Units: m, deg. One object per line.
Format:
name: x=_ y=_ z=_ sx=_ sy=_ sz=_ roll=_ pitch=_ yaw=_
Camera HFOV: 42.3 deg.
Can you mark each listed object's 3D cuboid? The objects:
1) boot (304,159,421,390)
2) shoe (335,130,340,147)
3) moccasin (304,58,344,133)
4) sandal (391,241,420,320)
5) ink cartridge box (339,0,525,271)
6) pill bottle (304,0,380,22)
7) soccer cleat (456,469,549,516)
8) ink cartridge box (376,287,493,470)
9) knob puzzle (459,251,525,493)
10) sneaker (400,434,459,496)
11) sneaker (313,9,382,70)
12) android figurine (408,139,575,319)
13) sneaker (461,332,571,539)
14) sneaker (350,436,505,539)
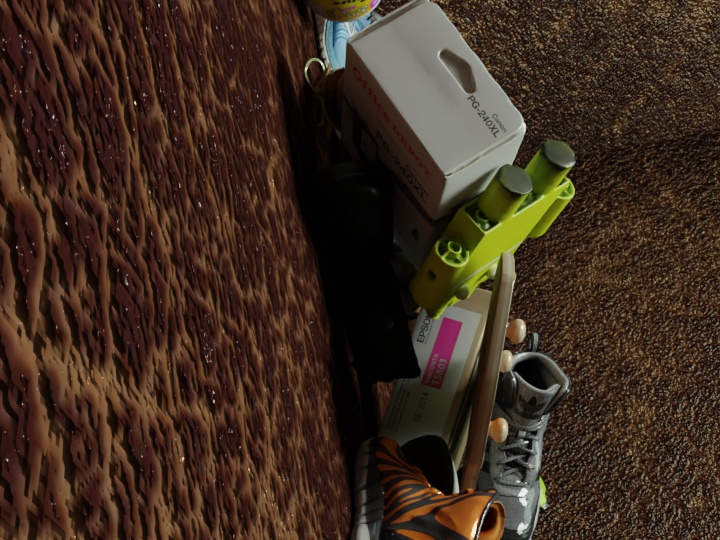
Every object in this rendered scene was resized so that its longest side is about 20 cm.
boot: x=0.006 y=0.011 z=0.789 sx=0.198 sy=0.073 sz=0.164 roll=83 pitch=-4 yaw=-76
shoe: x=0.018 y=-0.160 z=1.158 sx=0.200 sy=0.090 sz=0.072 roll=-104 pitch=-179 yaw=-73
moccasin: x=-0.020 y=-0.178 z=0.952 sx=0.202 sy=0.077 sz=0.074 roll=-99 pitch=-168 yaw=-74
sandal: x=0.054 y=0.023 z=1.007 sx=0.200 sy=0.081 sz=0.055 roll=72 pitch=25 yaw=-71
ink cartridge box: x=0.053 y=-0.109 z=0.801 sx=0.146 sy=0.083 sz=0.200 roll=56 pitch=-14 yaw=17
pill bottle: x=-0.023 y=-0.335 z=1.016 sx=0.200 sy=0.103 sz=0.105 roll=-1 pitch=81 yaw=-85
soccer cleat: x=0.095 y=0.246 z=0.895 sx=0.081 sy=0.199 sz=0.068 roll=49 pitch=-32 yaw=18
ink cartridge box: x=0.083 y=0.129 z=0.975 sx=0.165 sy=0.075 sz=0.201 roll=67 pitch=42 yaw=-67
knob puzzle: x=0.114 y=0.075 z=0.759 sx=0.220 sy=0.030 sz=0.222 roll=10 pitch=90 yaw=-83
sneaker: x=0.067 y=0.252 z=0.809 sx=0.116 sy=0.075 sz=0.202 roll=51 pitch=31 yaw=-39
sneaker: x=-0.010 y=-0.302 z=1.194 sx=0.078 sy=0.089 sz=0.202 roll=48 pitch=32 yaw=-81
android figurine: x=0.111 y=-0.026 z=0.814 sx=0.041 sy=0.181 sz=0.200 roll=47 pitch=-40 yaw=16
sneaker: x=0.144 y=0.155 z=0.863 sx=0.114 sy=0.075 sz=0.201 roll=108 pitch=-8 yaw=-53
sneaker: x=0.054 y=0.187 z=0.712 sx=0.200 sy=0.111 sz=0.078 roll=-88 pitch=167 yaw=-70
